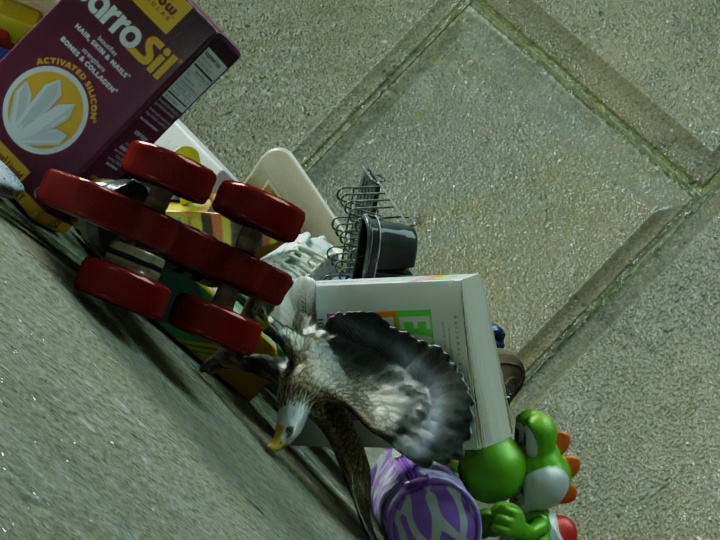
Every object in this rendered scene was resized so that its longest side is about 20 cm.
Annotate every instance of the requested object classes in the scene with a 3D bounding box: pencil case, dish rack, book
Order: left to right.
[{"bbox_3d":[0.000,0.000,1.765,0.054,0.154,0.200,5,21,-15],"label":"dish rack"},{"bbox_3d":[0.019,0.072,1.638,0.199,0.134,0.048,-4,8,41],"label":"book"},{"bbox_3d":[0.051,0.192,1.706,0.200,0.083,0.086,-140,-142,-81],"label":"pencil case"}]

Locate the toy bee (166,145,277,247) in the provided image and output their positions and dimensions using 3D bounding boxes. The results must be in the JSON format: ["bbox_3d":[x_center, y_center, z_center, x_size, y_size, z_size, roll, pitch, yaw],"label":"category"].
[{"bbox_3d":[-0.173,-0.036,1.829,0.109,0.199,0.131,-38,109,-59],"label":"toy bee"}]

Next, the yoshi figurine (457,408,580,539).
[{"bbox_3d":[0.128,0.222,1.789,0.112,0.201,0.112,3,6,35],"label":"yoshi figurine"}]

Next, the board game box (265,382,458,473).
[{"bbox_3d":[-0.002,0.130,1.865,0.199,0.030,0.096,12,-23,38],"label":"board game box"}]

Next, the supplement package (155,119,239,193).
[{"bbox_3d":[-0.211,-0.095,1.988,0.200,0.121,0.120,45,0,26],"label":"supplement package"}]

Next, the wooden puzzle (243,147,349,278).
[{"bbox_3d":[-0.079,0.003,2.042,0.185,0.037,0.200,56,-40,12],"label":"wooden puzzle"}]

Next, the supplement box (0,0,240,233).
[{"bbox_3d":[-0.203,-0.139,1.568,0.110,0.200,0.086,45,1,10],"label":"supplement box"}]

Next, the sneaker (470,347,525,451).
[{"bbox_3d":[0.095,0.122,1.746,0.075,0.071,0.200,32,28,27],"label":"sneaker"}]

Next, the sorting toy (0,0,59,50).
[{"bbox_3d":[-0.291,-0.173,1.708,0.184,0.037,0.200,-12,-44,36],"label":"sorting toy"}]

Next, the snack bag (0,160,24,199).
[{"bbox_3d":[-0.320,-0.126,1.417,0.200,0.021,0.189,45,1,3],"label":"snack bag"}]

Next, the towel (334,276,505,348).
[{"bbox_3d":[0.032,0.075,1.893,0.199,0.112,0.049,17,-20,35],"label":"towel"}]

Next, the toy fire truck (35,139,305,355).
[{"bbox_3d":[-0.149,-0.024,1.474,0.199,0.113,0.168,24,-6,-37],"label":"toy fire truck"}]

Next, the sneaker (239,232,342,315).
[{"bbox_3d":[-0.064,0.002,1.843,0.070,0.080,0.200,43,10,2],"label":"sneaker"}]

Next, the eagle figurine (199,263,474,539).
[{"bbox_3d":[-0.021,0.100,1.589,0.200,0.151,0.152,34,-10,-2],"label":"eagle figurine"}]

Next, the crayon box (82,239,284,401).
[{"bbox_3d":[-0.139,0.028,1.707,0.200,0.052,0.126,43,1,-38],"label":"crayon box"}]

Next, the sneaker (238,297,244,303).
[{"bbox_3d":[-0.105,0.044,1.926,0.082,0.073,0.200,43,0,2],"label":"sneaker"}]

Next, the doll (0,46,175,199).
[{"bbox_3d":[-0.230,-0.114,1.641,0.199,0.137,0.048,30,8,3],"label":"doll"}]
